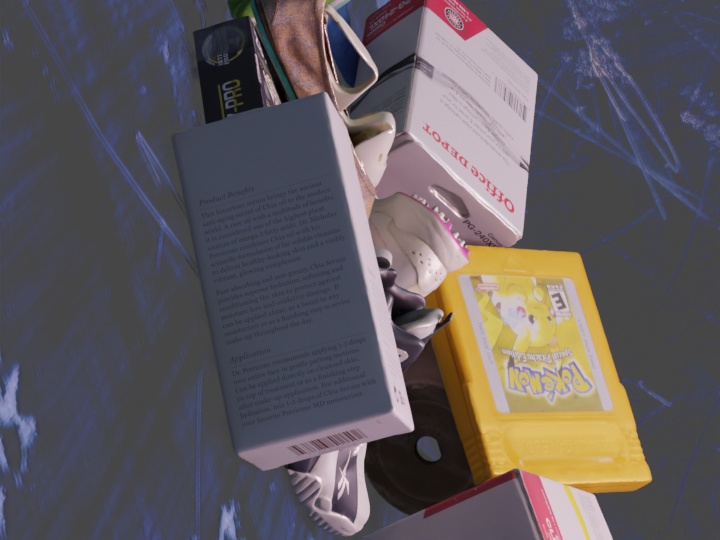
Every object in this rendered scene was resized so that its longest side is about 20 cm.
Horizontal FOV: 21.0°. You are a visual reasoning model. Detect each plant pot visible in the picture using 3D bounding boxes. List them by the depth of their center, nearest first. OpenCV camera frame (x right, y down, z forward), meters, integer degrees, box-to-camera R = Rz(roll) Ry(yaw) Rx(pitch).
[{"bbox_3d":[0.081,0.119,1.581,0.173,0.198,0.202,-39,114,-64],"label":"plant pot"}]

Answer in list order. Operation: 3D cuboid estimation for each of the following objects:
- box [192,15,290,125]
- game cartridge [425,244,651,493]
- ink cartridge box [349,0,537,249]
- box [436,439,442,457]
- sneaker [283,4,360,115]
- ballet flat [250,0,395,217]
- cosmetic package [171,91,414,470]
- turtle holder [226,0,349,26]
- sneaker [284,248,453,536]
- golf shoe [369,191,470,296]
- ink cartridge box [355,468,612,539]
[{"bbox_3d":[-0.057,-0.051,1.341,0.200,0.049,0.162,64,15,-55],"label":"box"},{"bbox_3d":[0.134,0.077,1.513,0.175,0.032,0.202,3,61,-40],"label":"game cartridge"},{"bbox_3d":[0.066,-0.119,1.595,0.145,0.083,0.201,40,40,-28],"label":"ink cartridge box"},{"bbox_3d":[0.123,0.108,2.086,0.182,0.103,0.202,-69,143,-75],"label":"box"},{"bbox_3d":[-0.037,-0.198,1.646,0.111,0.076,0.202,-31,106,-81],"label":"sneaker"},{"bbox_3d":[-0.014,-0.110,1.350,0.068,0.067,0.201,-99,169,-65],"label":"ballet flat"},{"bbox_3d":[-0.041,0.007,1.162,0.071,0.100,0.202,50,27,-72],"label":"cosmetic package"},{"bbox_3d":[-0.045,-0.253,1.408,0.186,0.130,0.142,96,-23,-80],"label":"turtle holder"},{"bbox_3d":[0.007,0.073,1.258,0.080,0.128,0.201,-74,148,-73],"label":"sneaker"},{"bbox_3d":[-0.005,-0.022,1.465,0.075,0.092,0.199,47,-13,-33],"label":"golf shoe"},{"bbox_3d":[0.097,0.218,1.415,0.200,0.144,0.084,25,40,-65],"label":"ink cartridge box"}]
